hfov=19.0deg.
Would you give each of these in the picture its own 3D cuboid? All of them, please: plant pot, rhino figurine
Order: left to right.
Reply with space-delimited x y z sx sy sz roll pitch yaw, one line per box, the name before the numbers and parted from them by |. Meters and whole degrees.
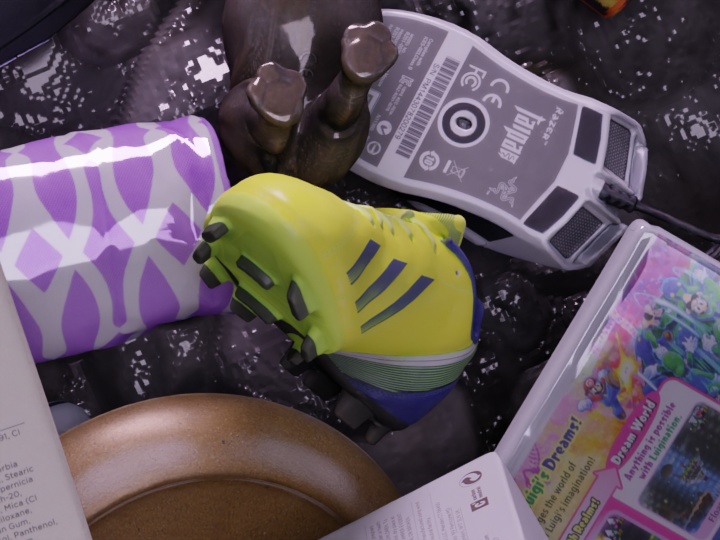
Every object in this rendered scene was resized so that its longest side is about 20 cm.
plant pot | -0.061 0.144 0.788 0.200 0.027 0.200 -5 104 -20
rhino figurine | -0.018 -0.119 0.800 0.060 0.087 0.200 8 63 -8

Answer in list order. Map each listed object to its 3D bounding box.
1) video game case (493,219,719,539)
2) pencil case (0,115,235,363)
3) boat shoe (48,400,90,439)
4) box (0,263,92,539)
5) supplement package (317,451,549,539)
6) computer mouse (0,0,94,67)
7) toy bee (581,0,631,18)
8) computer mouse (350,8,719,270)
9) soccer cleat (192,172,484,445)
video game case | 0.128 0.111 0.788 0.182 0.024 0.200 30 96 -5
pencil case | -0.140 -0.002 0.782 0.200 0.085 0.084 -10 82 -10
boat shoe | -0.192 0.087 0.779 0.200 0.072 0.068 -27 67 -17
box | -0.154 0.015 0.701 0.082 0.068 0.200 -17 92 -11
supplement package | -0.001 0.193 0.699 0.200 0.152 0.151 -27 113 7
computer mouse | -0.151 -0.143 0.807 0.200 0.046 0.140 -34 95 -11
toy bee | 0.143 -0.196 0.837 0.131 0.109 0.200 16 84 -8
computer mouse | 0.071 -0.039 0.831 0.200 0.044 0.110 27 80 10
soccer cleat | -0.001 0.000 0.762 0.065 0.200 0.084 41 84 23
